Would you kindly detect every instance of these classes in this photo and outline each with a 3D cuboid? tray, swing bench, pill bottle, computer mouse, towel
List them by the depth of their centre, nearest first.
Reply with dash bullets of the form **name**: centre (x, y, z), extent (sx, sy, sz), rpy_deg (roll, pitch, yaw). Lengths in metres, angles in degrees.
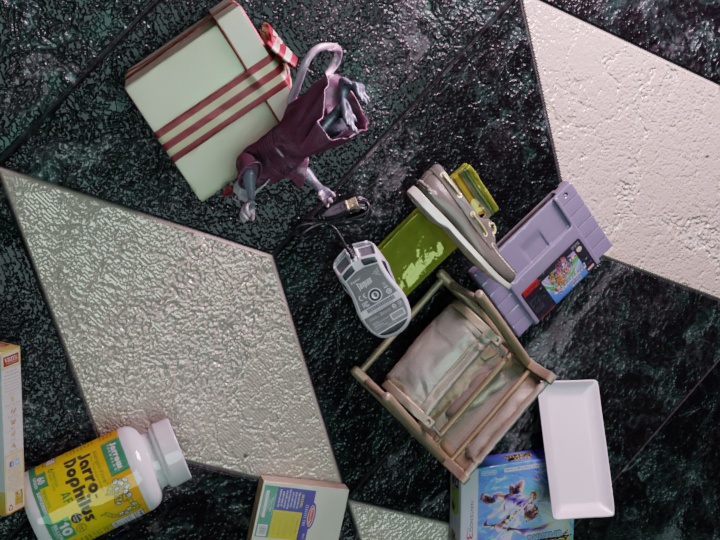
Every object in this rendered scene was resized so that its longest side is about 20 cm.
- **pill bottle**: centre (-0.321, 0.269, 1.311), extent (0.197, 0.113, 0.115), rpy_deg (-23, 107, -13)
- **computer mouse**: centre (0.000, 0.000, 1.396), extent (0.108, 0.044, 0.202), rpy_deg (-28, 106, 4)
- **swing bench**: centre (0.131, 0.148, 1.438), extent (0.199, 0.129, 0.200), rpy_deg (-46, 116, -6)
- **towel**: centre (0.102, -0.052, 1.444), extent (0.200, 0.018, 0.086), rpy_deg (-43, 110, -6)
- **tray**: centre (0.318, 0.267, 1.541), extent (0.105, 0.022, 0.204), rpy_deg (1, 73, -19)

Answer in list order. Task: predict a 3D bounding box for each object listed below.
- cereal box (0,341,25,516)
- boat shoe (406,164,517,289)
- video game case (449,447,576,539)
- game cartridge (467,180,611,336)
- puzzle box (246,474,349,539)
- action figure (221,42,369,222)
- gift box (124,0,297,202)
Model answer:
- **cereal box**: centre (-0.468, 0.180, 1.238), extent (0.039, 0.141, 0.205), rpy_deg (-18, 113, -62)
- **boat shoe**: centre (0.150, -0.058, 1.410), extent (0.201, 0.072, 0.060), rpy_deg (44, 88, -15)
- **video game case**: centre (0.231, 0.370, 1.558), extent (0.196, 0.045, 0.185), rpy_deg (-4, 103, -18)
- **game cartridge**: centre (0.265, -0.015, 1.500), extent (0.200, 0.038, 0.130), rpy_deg (-43, 107, -7)
- **puzzle box**: centre (-0.098, 0.394, 1.459), extent (0.130, 0.025, 0.204), rpy_deg (11, 97, -20)
- **action figure**: centre (-0.088, -0.138, 1.130), extent (0.198, 0.133, 0.151), rpy_deg (-30, 79, 28)
- **gift box**: centre (-0.157, -0.206, 1.243), extent (0.185, 0.185, 0.201), rpy_deg (-34, 116, 1)
